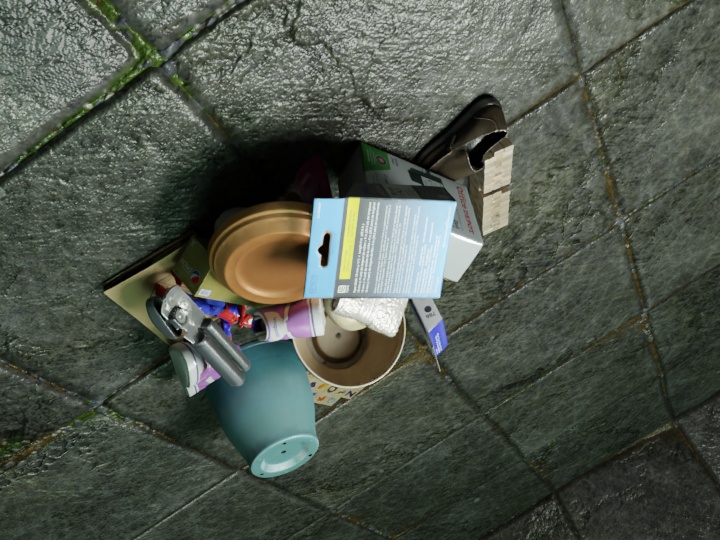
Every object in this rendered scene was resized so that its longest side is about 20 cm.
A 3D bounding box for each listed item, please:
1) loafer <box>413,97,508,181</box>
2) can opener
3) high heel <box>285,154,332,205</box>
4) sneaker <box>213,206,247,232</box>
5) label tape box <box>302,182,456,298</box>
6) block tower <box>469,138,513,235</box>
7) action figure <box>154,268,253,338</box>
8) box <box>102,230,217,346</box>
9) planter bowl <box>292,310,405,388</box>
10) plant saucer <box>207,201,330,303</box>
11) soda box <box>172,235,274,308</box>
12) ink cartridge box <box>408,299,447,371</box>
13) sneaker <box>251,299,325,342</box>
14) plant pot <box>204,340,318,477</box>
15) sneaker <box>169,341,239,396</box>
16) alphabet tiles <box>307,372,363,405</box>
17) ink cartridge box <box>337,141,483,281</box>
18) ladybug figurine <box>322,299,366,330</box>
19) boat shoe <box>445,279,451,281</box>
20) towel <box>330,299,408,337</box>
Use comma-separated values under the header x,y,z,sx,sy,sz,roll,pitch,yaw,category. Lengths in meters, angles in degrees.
x,y,z,sx,sy,sz,roll,pitch,yaw,category
0.152,-0.176,1.321,0.072,0.072,0.200,12,129,-44,loafer
-0.245,0.101,1.281,0.066,0.054,0.201,-6,136,32,can opener
-0.052,-0.066,1.258,0.066,0.097,0.203,-3,129,32,high heel
-0.116,-0.048,1.277,0.196,0.093,0.077,-11,143,-26,sneaker
0.019,-0.040,1.143,0.195,0.064,0.148,1,116,-16,label tape box
0.216,-0.148,1.422,0.053,0.058,0.202,-22,144,-9,block tower
-0.223,0.075,1.321,0.065,0.100,0.199,-37,149,16,action figure
-0.281,0.033,1.327,0.161,0.022,0.201,-31,147,2,box
-0.031,0.107,1.477,0.196,0.205,0.135,-18,171,-15,planter bowl
-0.112,-0.014,1.172,0.195,0.038,0.202,-7,142,-5,plant saucer
-0.184,0.008,1.292,0.198,0.068,0.065,16,111,-55,soda box
0.110,0.067,1.495,0.038,0.203,0.100,-22,148,-2,ink cartridge box
-0.111,0.064,1.307,0.111,0.075,0.200,-11,-177,0,sneaker
-0.168,0.262,1.560,0.196,0.190,0.202,-18,145,-13,plant pot
-0.253,0.142,1.412,0.113,0.074,0.201,-27,171,-16,sneaker
-0.047,0.222,1.761,0.166,0.006,0.198,-42,144,20,alphabet tiles
0.073,-0.086,1.262,0.196,0.149,0.084,19,128,-24,ink cartridge box
0.000,0.000,1.388,0.135,0.071,0.203,38,72,-28,ladybug figurine
0.126,-0.042,1.484,0.070,0.071,0.199,-37,144,16,boat shoe
0.037,-0.008,1.349,0.131,0.034,0.205,24,79,-31,towel
